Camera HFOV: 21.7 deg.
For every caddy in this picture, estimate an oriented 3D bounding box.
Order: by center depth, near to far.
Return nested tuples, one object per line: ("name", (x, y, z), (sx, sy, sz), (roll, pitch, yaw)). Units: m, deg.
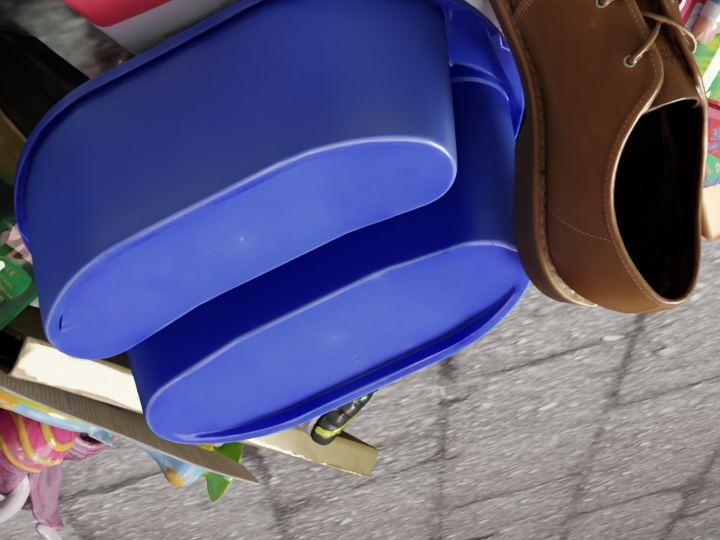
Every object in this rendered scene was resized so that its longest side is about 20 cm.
("caddy", (-0.032, -0.027, 0.688), (0.199, 0.105, 0.141), (-25, 137, 15))

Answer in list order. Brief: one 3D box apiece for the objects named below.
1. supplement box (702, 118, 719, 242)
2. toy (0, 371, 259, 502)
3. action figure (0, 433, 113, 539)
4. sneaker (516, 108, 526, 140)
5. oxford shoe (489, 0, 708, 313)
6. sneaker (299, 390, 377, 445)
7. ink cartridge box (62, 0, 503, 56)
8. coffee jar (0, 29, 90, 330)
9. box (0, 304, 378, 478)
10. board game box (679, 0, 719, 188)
("supplement box", (0.138, -0.114, 0.749), (0.069, 0.067, 0.201), (-26, 129, -8))
("toy", (-0.154, 0.071, 0.911), (0.199, 0.047, 0.115), (20, -177, -16))
("action figure", (-0.190, 0.089, 1.059), (0.133, 0.150, 0.200), (5, 166, -34))
("sneaker", (-0.003, -0.032, 0.789), (0.199, 0.070, 0.078), (-12, 160, 13))
("oxford shoe", (0.084, -0.083, 0.611), (0.071, 0.201, 0.071), (-17, -165, -23))
("sneaker", (0.000, 0.000, 0.900), (0.075, 0.076, 0.200), (-49, -177, 30))
("ink cartridge box", (-0.020, -0.131, 0.690), (0.147, 0.086, 0.200), (-22, 162, 13))
("coffee jar", (-0.181, -0.008, 0.768), (0.200, 0.104, 0.085), (-42, 128, -8))
("box", (-0.112, 0.047, 0.887), (0.200, 0.021, 0.163), (22, 179, -37))
("board game box", (0.140, -0.107, 0.684), (0.158, 0.039, 0.201), (-27, 128, -12))
